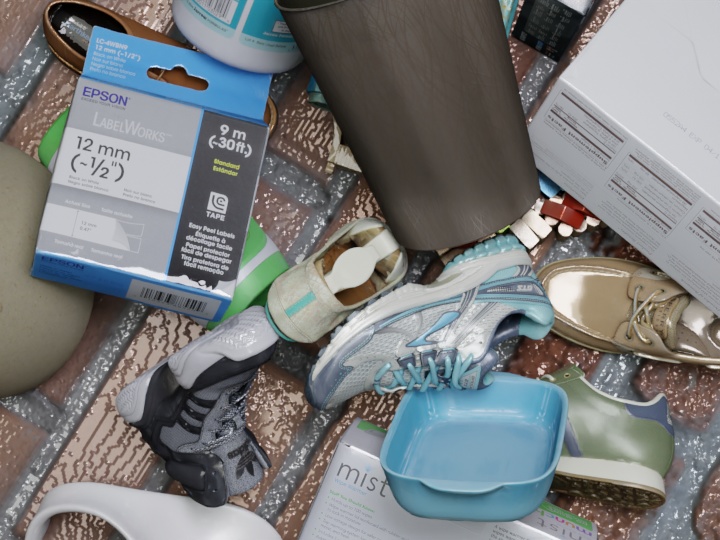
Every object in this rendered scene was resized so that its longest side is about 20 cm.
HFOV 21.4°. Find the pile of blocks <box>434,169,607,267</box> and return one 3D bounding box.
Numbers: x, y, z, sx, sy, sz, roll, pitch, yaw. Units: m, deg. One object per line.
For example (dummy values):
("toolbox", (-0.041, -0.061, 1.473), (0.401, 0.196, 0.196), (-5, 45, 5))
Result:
("pile of blocks", (0.136, -0.053, 1.427), (0.198, 0.062, 0.083), (-11, 85, 2))

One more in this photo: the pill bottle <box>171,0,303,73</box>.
("pill bottle", (-0.058, -0.253, 1.387), (0.110, 0.111, 0.201), (29, 121, 5))

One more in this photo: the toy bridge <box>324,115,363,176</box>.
("toy bridge", (0.008, -0.169, 1.460), (0.067, 0.027, 0.202), (19, 87, 5))

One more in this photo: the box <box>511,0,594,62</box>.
("box", (0.171, -0.244, 1.371), (0.046, 0.200, 0.160), (29, 88, 2))

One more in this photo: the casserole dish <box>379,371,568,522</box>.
("casserole dish", (0.081, 0.123, 1.308), (0.120, 0.200, 0.039), (1, 109, 10))

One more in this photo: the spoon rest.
("spoon rest", (-0.152, 0.201, 1.414), (0.198, 0.100, 0.061), (12, 131, 7))

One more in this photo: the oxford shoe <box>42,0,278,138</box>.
("oxford shoe", (-0.157, -0.149, 1.447), (0.199, 0.071, 0.072), (25, 85, 3))

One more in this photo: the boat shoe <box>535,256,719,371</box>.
("boat shoe", (0.223, 0.031, 1.413), (0.198, 0.065, 0.072), (11, 86, 4))

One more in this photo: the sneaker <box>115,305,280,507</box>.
("sneaker", (-0.096, 0.102, 1.379), (0.075, 0.200, 0.114), (-34, 92, -38))

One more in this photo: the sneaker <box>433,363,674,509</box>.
("sneaker", (0.138, 0.111, 1.418), (0.198, 0.067, 0.090), (12, 67, 12))

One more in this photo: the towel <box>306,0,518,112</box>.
("towel", (0.049, -0.198, 1.435), (0.146, 0.022, 0.202), (19, 86, -22))

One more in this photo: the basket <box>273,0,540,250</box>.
("basket", (0.045, -0.129, 1.329), (0.135, 0.180, 0.201), (-2, 119, 38))

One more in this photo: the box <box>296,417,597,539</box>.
("box", (0.047, 0.230, 1.374), (0.199, 0.097, 0.178), (23, 99, 5))

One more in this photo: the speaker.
("speaker", (-0.148, -0.044, 1.430), (0.200, 0.088, 0.088), (44, 89, 6))

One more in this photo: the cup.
("cup", (-0.311, 0.010, 1.378), (0.198, 0.143, 0.202), (3, 100, 16))

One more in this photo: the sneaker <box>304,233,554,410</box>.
("sneaker", (0.053, 0.051, 1.346), (0.199, 0.078, 0.087), (-30, 72, -18))

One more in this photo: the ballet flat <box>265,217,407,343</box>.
("ballet flat", (0.000, 0.000, 1.364), (0.062, 0.200, 0.068), (-38, 92, 30))

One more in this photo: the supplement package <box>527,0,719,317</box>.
("supplement package", (0.243, -0.099, 1.374), (0.200, 0.111, 0.156), (39, 62, 5))

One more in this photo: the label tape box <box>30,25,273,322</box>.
("label tape box", (-0.144, -0.079, 1.362), (0.142, 0.066, 0.202), (14, 73, -8))
